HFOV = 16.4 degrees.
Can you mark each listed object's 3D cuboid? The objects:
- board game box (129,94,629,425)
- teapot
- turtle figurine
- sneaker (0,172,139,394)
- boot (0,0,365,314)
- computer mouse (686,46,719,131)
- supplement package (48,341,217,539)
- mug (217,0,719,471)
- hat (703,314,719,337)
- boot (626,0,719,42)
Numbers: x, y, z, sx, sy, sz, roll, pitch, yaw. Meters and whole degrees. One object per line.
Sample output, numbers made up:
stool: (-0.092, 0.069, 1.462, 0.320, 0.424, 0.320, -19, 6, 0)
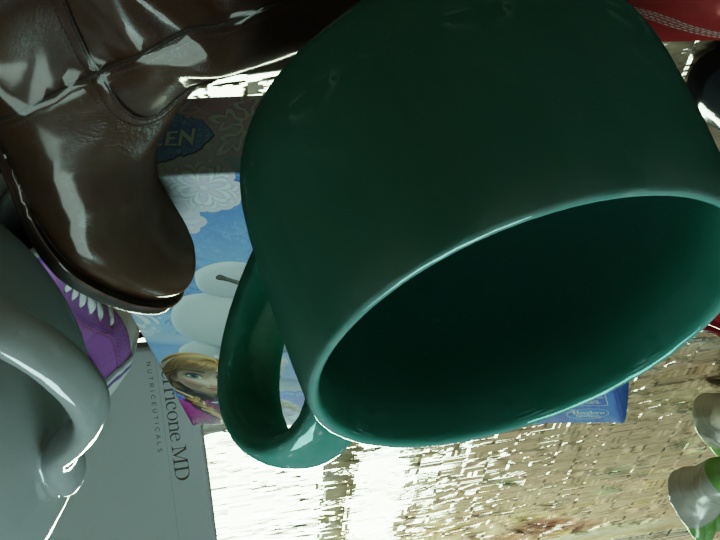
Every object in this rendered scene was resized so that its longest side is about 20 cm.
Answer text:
board game box: (0.000, 0.000, 1.033, 0.200, 0.043, 0.199, -2, 146, 15)
teapot: (-0.196, 0.036, 0.857, 0.200, 0.197, 0.146, -33, 138, 2)
turtle figurine: (0.298, 0.111, 1.499, 0.200, 0.144, 0.194, 13, 154, -42)
sneaker: (-0.136, 0.007, 1.084, 0.114, 0.073, 0.200, -58, 166, 19)
boot: (-0.037, -0.070, 0.875, 0.200, 0.064, 0.186, -22, 142, 18)
computer mouse: (0.192, -0.059, 1.118, 0.059, 0.034, 0.200, -18, 160, 19)
supplement package: (-0.177, 0.105, 1.226, 0.200, 0.121, 0.120, -8, 179, -8)
mug: (0.023, -0.023, 0.820, 0.185, 0.115, 0.152, -21, 153, 1)
hat: (0.167, 0.015, 0.957, 0.176, 0.200, 0.166, -21, -161, 44)
boot: (0.112, -0.102, 0.899, 0.200, 0.073, 0.144, 11, 153, -30)
